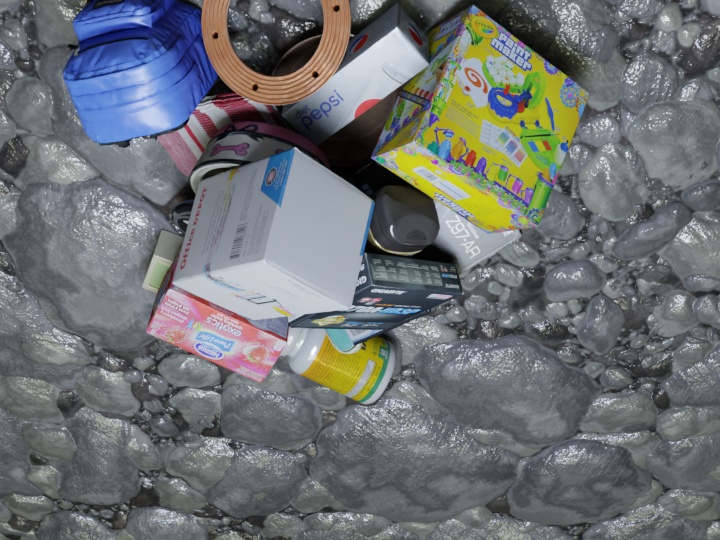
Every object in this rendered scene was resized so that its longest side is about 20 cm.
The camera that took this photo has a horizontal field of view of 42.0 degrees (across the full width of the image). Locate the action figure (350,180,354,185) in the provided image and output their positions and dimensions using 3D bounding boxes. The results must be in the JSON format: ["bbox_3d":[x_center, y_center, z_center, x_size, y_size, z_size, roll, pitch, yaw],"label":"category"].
[{"bbox_3d":[0.029,-0.047,1.412,0.192,0.105,0.201,-32,100,20],"label":"action figure"}]

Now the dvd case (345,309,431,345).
[{"bbox_3d":[0.000,0.000,1.377,0.141,0.018,0.202,-24,102,27],"label":"dvd case"}]

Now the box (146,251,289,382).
[{"bbox_3d":[-0.212,0.072,1.419,0.197,0.100,0.096,26,120,-17],"label":"box"}]

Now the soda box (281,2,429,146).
[{"bbox_3d":[-0.007,-0.245,1.196,0.198,0.064,0.068,-31,123,27],"label":"soda box"}]

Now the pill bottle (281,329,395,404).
[{"bbox_3d":[-0.050,0.131,1.538,0.198,0.114,0.113,27,128,-17],"label":"pill bottle"}]

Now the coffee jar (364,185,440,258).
[{"bbox_3d":[0.012,-0.039,1.250,0.103,0.087,0.199,0,158,-39],"label":"coffee jar"}]

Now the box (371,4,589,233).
[{"bbox_3d":[0.152,-0.183,1.180,0.198,0.195,0.122,30,165,-20],"label":"box"}]

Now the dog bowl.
[{"bbox_3d":[-0.126,-0.126,1.260,0.196,0.075,0.201,11,159,4],"label":"dog bowl"}]

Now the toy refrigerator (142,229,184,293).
[{"bbox_3d":[-0.237,0.017,1.483,0.197,0.071,0.076,21,129,-14],"label":"toy refrigerator"}]

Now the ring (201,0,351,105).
[{"bbox_3d":[-0.105,-0.310,1.170,0.196,0.019,0.205,3,101,14],"label":"ring"}]

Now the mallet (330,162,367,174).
[{"bbox_3d":[0.030,-0.158,1.337,0.196,0.042,0.067,2,131,8],"label":"mallet"}]

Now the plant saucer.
[{"bbox_3d":[-0.026,-0.236,1.271,0.196,0.037,0.203,3,131,3],"label":"plant saucer"}]

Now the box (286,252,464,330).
[{"bbox_3d":[0.019,0.033,1.253,0.158,0.047,0.198,-27,159,36],"label":"box"}]

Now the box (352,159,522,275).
[{"bbox_3d":[0.107,-0.093,1.300,0.159,0.044,0.201,-30,107,17],"label":"box"}]

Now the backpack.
[{"bbox_3d":[-0.284,-0.255,1.164,0.160,0.202,0.170,-12,125,15],"label":"backpack"}]

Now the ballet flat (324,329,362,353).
[{"bbox_3d":[-0.057,0.040,1.473,0.067,0.062,0.203,-28,88,15],"label":"ballet flat"}]

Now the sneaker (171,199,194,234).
[{"bbox_3d":[-0.200,-0.025,1.360,0.200,0.083,0.071,45,131,4],"label":"sneaker"}]

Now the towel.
[{"bbox_3d":[-0.190,-0.185,1.292,0.196,0.023,0.144,-4,148,23],"label":"towel"}]

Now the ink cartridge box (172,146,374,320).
[{"bbox_3d":[-0.110,-0.036,1.164,0.144,0.150,0.198,29,155,-37],"label":"ink cartridge box"}]
